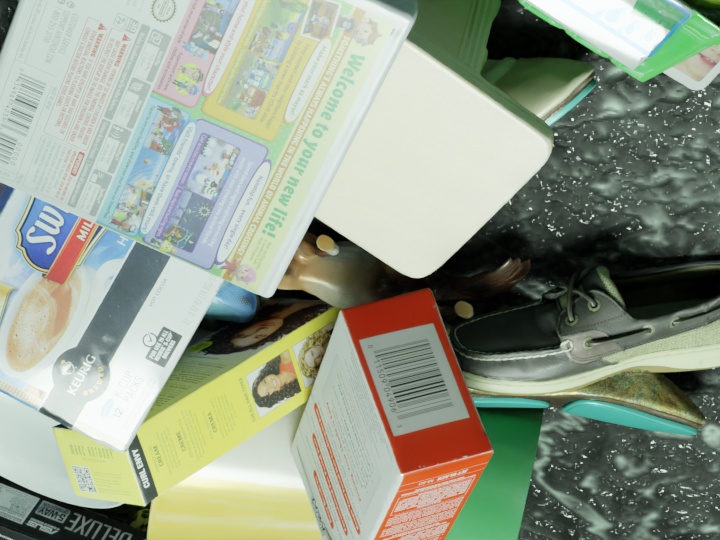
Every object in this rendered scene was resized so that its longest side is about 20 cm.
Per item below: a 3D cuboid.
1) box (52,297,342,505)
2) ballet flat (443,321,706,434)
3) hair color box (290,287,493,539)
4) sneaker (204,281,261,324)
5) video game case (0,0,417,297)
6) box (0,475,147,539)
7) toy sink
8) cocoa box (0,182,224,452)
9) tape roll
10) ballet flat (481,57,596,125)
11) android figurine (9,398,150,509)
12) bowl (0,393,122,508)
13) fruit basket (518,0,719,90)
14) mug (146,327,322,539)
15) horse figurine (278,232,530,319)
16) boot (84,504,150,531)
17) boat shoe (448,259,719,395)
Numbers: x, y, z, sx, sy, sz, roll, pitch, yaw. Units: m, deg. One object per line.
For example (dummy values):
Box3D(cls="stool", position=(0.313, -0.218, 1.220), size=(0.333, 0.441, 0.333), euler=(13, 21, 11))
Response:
Box3D(cls="box", position=(-0.092, 0.078, 1.278), size=(0.075, 0.200, 0.050), euler=(0, 114, 45))
Box3D(cls="ballet flat", position=(0.129, 0.064, 1.306), size=(0.199, 0.071, 0.071), euler=(7, 143, -8))
Box3D(cls="hair color box", position=(0.015, 0.110, 1.237), size=(0.064, 0.111, 0.200), euler=(-12, 155, -19))
Box3D(cls="sneaker", position=(-0.162, 0.031, 1.297), size=(0.199, 0.090, 0.078), euler=(-1, 166, -7))
Box3D(cls="video game case", position=(-0.091, -0.093, 1.033), size=(0.181, 0.022, 0.200), euler=(24, 128, -7))
Box3D(cls="box", position=(-0.196, 0.249, 1.489), size=(0.199, 0.050, 0.158), euler=(20, 129, 9))
Box3D(cls="toy sink", position=(-0.002, -0.115, 1.088), size=(0.200, 0.112, 0.130), euler=(33, 130, -14))
Box3D(cls="cocoa box", position=(-0.147, -0.025, 1.172), size=(0.131, 0.133, 0.201), euler=(29, 99, -14))
Box3D(cls="tape roll", position=(0.079, 0.182, 1.364), size=(0.048, 0.201, 0.201), euler=(14, 142, 5))
Box3D(cls="ballet flat", position=(0.054, -0.080, 1.166), size=(0.069, 0.070, 0.200), euler=(31, 141, -18))
Box3D(cls="android figurine", position=(-0.210, 0.138, 1.548), size=(0.199, 0.041, 0.183), euler=(6, 141, 16))
Box3D(cls="bowl", position=(-0.225, 0.071, 1.400), size=(0.200, 0.091, 0.201), euler=(22, 151, 13))
Box3D(cls="fruit basket", position=(0.153, -0.188, 0.969), size=(0.185, 0.094, 0.200), euler=(30, 137, -17))
Box3D(cls="mug", position=(-0.065, 0.139, 1.408), size=(0.152, 0.150, 0.187), euler=(9, 117, -5))
Box3D(cls="horse figurine", position=(0.000, 0.000, 1.267), size=(0.199, 0.050, 0.133), euler=(11, 177, -9))
Box3D(cls="boot", position=(-0.208, 0.233, 1.566), size=(0.153, 0.074, 0.204), euler=(15, 140, 14))
Box3D(cls="boat shoe", position=(0.146, 0.027, 1.234), size=(0.200, 0.072, 0.066), euler=(-6, 124, -7))
